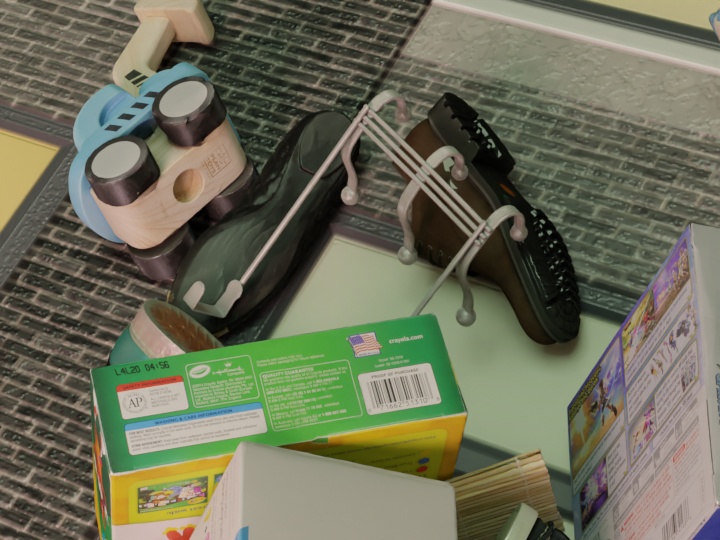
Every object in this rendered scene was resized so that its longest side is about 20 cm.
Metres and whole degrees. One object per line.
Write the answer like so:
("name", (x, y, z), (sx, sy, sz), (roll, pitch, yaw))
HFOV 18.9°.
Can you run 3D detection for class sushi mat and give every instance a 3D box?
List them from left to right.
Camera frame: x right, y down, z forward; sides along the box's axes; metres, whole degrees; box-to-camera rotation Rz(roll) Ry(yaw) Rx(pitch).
("sushi mat", (0.019, 0.161, 1.263), (0.199, 0.096, 0.012), (-19, 55, 3))

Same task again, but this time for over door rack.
("over door rack", (0.000, 0.000, 1.409), (0.200, 0.067, 0.148), (-47, 54, 4))

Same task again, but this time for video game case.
("video game case", (0.174, 0.105, 1.227), (0.045, 0.200, 0.182), (9, 53, -13))

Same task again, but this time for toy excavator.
("toy excavator", (-0.151, -0.116, 1.565), (0.194, 0.100, 0.200), (-42, 45, -16))

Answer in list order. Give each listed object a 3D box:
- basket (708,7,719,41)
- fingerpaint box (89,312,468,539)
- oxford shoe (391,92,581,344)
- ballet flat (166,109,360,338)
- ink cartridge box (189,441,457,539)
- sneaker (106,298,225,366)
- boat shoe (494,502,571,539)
("basket", (0.333, -0.144, 1.378), (0.176, 0.139, 0.200), (-33, 21, -7))
("fingerpaint box", (-0.051, 0.110, 1.240), (0.199, 0.167, 0.074), (-9, 57, -11))
("oxford shoe", (0.082, -0.019, 1.438), (0.084, 0.073, 0.200), (-42, 53, 18))
("ballet flat", (-0.064, -0.026, 1.502), (0.066, 0.057, 0.200), (37, 75, 6))
("ink cartridge box", (-0.039, 0.211, 1.179), (0.125, 0.200, 0.129), (13, 46, -16))
("sneaker", (-0.091, 0.111, 1.394), (0.200, 0.071, 0.080), (45, 111, 25))
("boat shoe", (0.071, 0.233, 1.213), (0.066, 0.075, 0.200), (28, 72, 0))
